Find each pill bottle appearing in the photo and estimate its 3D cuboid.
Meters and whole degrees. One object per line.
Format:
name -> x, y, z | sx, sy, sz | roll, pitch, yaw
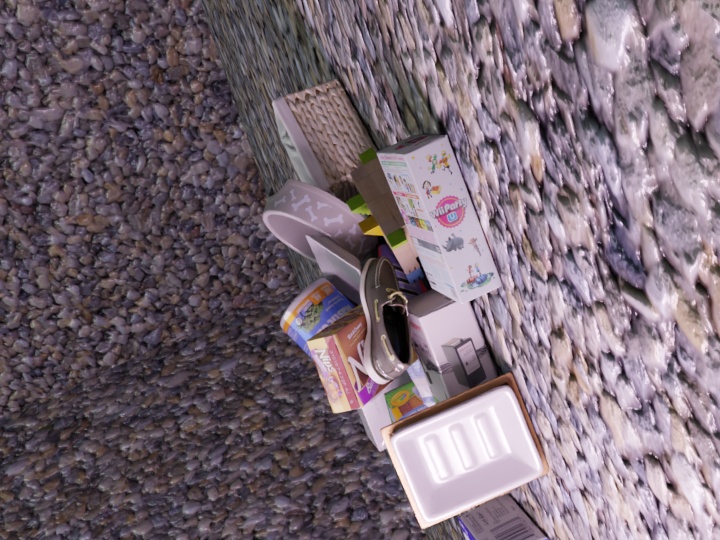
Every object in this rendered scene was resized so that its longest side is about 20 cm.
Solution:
pill bottle -> -0.028, 0.118, 1.656 | 0.200, 0.112, 0.112 | 43, 167, 11

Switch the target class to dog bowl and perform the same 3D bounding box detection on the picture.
dog bowl -> -0.071, -0.068, 1.630 | 0.199, 0.059, 0.200 | 26, 164, 8

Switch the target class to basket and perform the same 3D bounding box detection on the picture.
basket -> -0.051, -0.201, 1.694 | 0.136, 0.123, 0.201 | 83, 162, -66

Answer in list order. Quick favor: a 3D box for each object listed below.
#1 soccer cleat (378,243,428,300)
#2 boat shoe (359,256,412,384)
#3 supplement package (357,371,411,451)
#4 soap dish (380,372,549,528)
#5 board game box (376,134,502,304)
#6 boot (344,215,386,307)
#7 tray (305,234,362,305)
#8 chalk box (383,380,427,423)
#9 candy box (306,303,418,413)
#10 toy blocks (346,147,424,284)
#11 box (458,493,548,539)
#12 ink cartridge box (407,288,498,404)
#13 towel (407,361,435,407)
soccer cleat -> 0.088, 0.045, 1.610 | 0.067, 0.076, 0.201 | -24, -88, -79
boat shoe -> 0.042, 0.065, 1.479 | 0.072, 0.060, 0.203 | 25, -129, -37
supplement package -> 0.060, 0.247, 2.128 | 0.111, 0.155, 0.201 | -149, 36, -75
soap dish -> 0.145, 0.248, 1.413 | 0.081, 0.199, 0.158 | -125, 12, -81
board game box -> 0.099, -0.070, 1.288 | 0.201, 0.064, 0.148 | 67, 171, -12
boot -> 0.000, 0.000, 1.745 | 0.070, 0.131, 0.201 | 29, -134, -39
tray -> -0.024, 0.003, 1.604 | 0.107, 0.022, 0.200 | 33, 166, 20
chalk box -> 0.127, 0.278, 1.894 | 0.200, 0.124, 0.124 | 58, 169, 39
candy box -> 0.009, 0.118, 1.516 | 0.200, 0.056, 0.117 | -31, -77, -56
toy blocks -> 0.053, -0.073, 1.541 | 0.200, 0.100, 0.137 | 62, -178, 41
box -> 0.267, 0.514, 1.703 | 0.184, 0.104, 0.201 | -139, 26, -74
ink cartridge box -> 0.140, 0.134, 1.515 | 0.145, 0.084, 0.201 | -155, 43, -79
towel -> 0.112, 0.145, 1.708 | 0.147, 0.024, 0.201 | -12, 109, 56
